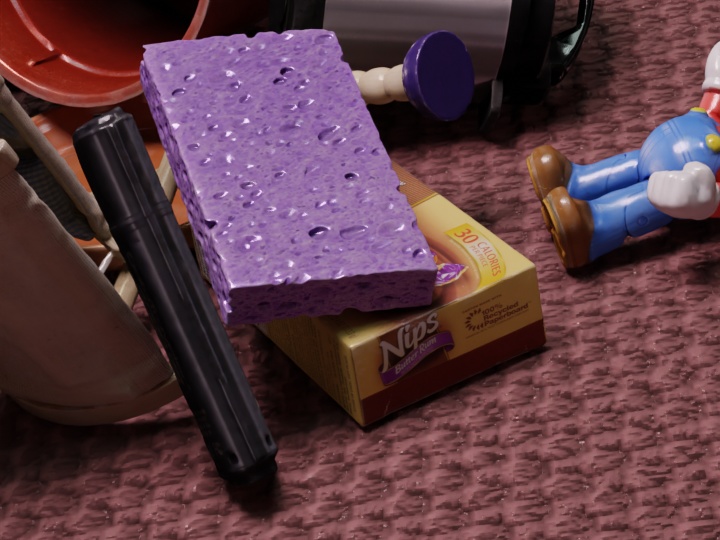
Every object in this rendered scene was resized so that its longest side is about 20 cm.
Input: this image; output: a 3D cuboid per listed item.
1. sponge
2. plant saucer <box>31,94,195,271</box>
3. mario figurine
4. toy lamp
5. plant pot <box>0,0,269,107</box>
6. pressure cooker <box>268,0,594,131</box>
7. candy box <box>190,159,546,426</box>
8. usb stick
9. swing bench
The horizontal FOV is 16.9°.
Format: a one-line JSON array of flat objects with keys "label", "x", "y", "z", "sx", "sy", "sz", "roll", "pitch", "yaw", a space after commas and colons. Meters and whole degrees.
[{"label": "sponge", "x": -0.042, "y": -0.054, "z": 1.285, "sx": 0.111, "sy": 0.030, "sz": 0.200, "roll": -7, "pitch": 45, "yaw": -16}, {"label": "plant saucer", "x": -0.144, "y": -0.055, "z": 1.487, "sx": 0.200, "sy": 0.032, "sz": 0.200, "roll": -7, "pitch": 32, "yaw": 5}, {"label": "mario figurine", "x": 0.192, "y": -0.079, "z": 1.348, "sx": 0.200, "sy": 0.106, "sz": 0.124, "roll": -19, "pitch": 66, "yaw": 0}, {"label": "toy lamp", "x": -0.027, "y": -0.101, "z": 1.411, "sx": 0.200, "sy": 0.058, "sz": 0.058, "roll": -5, "pitch": 28, "yaw": 43}, {"label": "plant pot", "x": -0.138, "y": -0.219, "z": 1.586, "sx": 0.201, "sy": 0.201, "sz": 0.195, "roll": 5, "pitch": 13, "yaw": 24}, {"label": "pressure cooker", "x": 0.048, "y": -0.193, "z": 1.498, "sx": 0.200, "sy": 0.176, "sz": 0.179, "roll": 3, "pitch": 28, "yaw": -8}, {"label": "candy box", "x": 0.000, "y": 0.000, "z": 1.333, "sx": 0.117, "sy": 0.057, "sz": 0.200, "roll": -23, "pitch": 35, "yaw": -20}, {"label": "usb stick", "x": -0.092, "y": 0.013, "z": 1.210, "sx": 0.033, "sy": 0.200, "sz": 0.055, "roll": -24, "pitch": 2, "yaw": -17}, {"label": "swing bench", "x": -0.189, "y": -0.043, "z": 1.285, "sx": 0.130, "sy": 0.199, "sz": 0.200, "roll": -19, "pitch": 44, "yaw": 15}]
